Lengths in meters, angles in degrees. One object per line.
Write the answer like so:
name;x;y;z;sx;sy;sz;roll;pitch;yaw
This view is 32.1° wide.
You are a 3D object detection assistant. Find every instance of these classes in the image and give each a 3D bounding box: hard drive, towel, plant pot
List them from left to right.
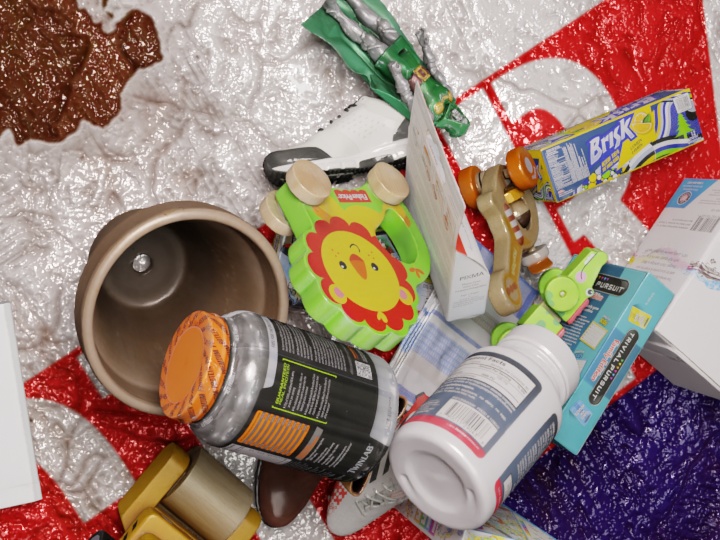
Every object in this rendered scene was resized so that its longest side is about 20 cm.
hard drive;-0.398;0.141;1.244;0.130;0.026;0.204;-9;98;-16
plant pot;-0.189;0.014;1.209;0.197;0.174;0.204;-9;111;-22
towel;0.111;0.078;1.373;0.146;0.024;0.202;36;82;-40

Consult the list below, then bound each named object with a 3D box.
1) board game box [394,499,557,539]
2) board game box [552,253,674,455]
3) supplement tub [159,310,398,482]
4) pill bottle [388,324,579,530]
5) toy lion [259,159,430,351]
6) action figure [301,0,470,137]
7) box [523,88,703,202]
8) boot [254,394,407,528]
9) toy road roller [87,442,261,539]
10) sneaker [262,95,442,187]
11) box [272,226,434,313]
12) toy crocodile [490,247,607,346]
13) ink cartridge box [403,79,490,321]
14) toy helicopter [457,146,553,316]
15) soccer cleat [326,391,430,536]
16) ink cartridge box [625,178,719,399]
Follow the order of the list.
board game box;0.129;0.275;1.326;0.133;0.200;0.035;17;90;-17
board game box;0.236;0.087;1.369;0.047;0.151;0.201;36;84;-22
supplement tub;-0.073;0.111;1.129;0.198;0.122;0.124;22;88;-30
pill bottle;0.129;0.146;1.229;0.200;0.119;0.121;-41;106;-37
toy lion;0.001;-0.012;1.222;0.198;0.069;0.193;-5;59;-50
action figure;0.042;-0.216;1.306;0.200;0.055;0.118;46;53;-7
box;0.281;-0.142;1.409;0.197;0.070;0.065;-22;101;-14
boot;-0.029;0.197;1.270;0.068;0.200;0.190;33;84;-22
toy road roller;-0.190;0.287;1.256;0.123;0.146;0.201;42;82;-16
sneaker;-0.014;-0.137;1.327;0.197;0.074;0.081;-14;83;-20
box;0.000;0.000;1.351;0.197;0.035;0.112;13;91;-18
toy crocodile;0.198;0.056;1.354;0.062;0.068;0.200;41;92;-5
ink cartridge box;0.089;-0.069;1.249;0.046;0.201;0.162;-12;58;-10
toy helicopter;0.163;-0.025;1.340;0.133;0.078;0.202;50;34;-33
soccer cleat;0.036;0.220;1.327;0.068;0.086;0.200;32;107;-36
ink cartridge box;0.397;0.020;1.418;0.145;0.147;0.201;38;84;-17
